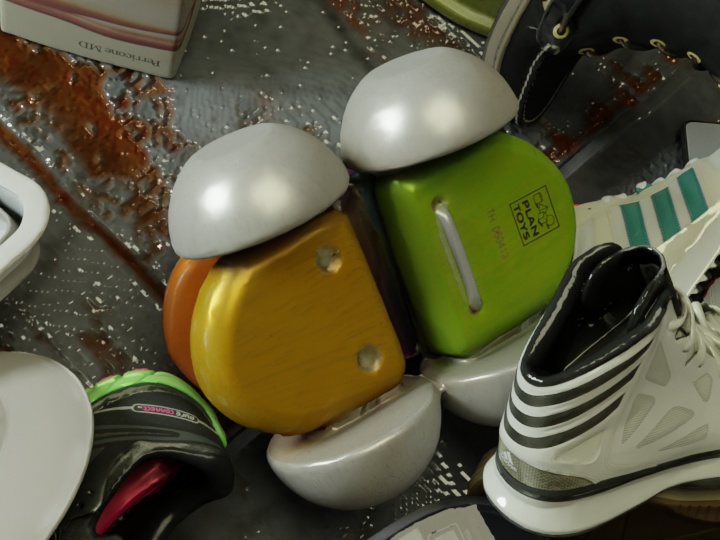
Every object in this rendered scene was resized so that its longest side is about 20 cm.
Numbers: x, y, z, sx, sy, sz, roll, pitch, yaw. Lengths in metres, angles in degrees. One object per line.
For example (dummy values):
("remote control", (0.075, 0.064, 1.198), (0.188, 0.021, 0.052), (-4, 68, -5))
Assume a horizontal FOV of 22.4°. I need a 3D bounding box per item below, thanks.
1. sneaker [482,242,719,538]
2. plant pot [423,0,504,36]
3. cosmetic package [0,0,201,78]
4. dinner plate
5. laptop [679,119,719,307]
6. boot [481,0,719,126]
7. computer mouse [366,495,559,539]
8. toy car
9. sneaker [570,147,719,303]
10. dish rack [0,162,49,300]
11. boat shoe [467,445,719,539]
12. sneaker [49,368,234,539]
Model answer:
("sneaker", (0.147, 0.035, 0.800), (0.200, 0.116, 0.076), (-22, 47, -30))
("plant pot", (0.115, -0.253, 0.976), (0.200, 0.184, 0.201), (5, 62, -9))
("cosmetic package", (-0.120, -0.192, 0.890), (0.103, 0.200, 0.087), (14, 62, -2))
("dinner plate", (-0.204, 0.096, 0.755), (0.200, 0.024, 0.200), (-17, 34, 12))
("laptop", (0.282, -0.015, 0.925), (0.199, 0.116, 0.188), (5, 62, -9))
("boot", (0.153, -0.118, 0.903), (0.150, 0.200, 0.073), (38, 40, 13))
("computer mouse", (-0.002, 0.164, 0.819), (0.200, 0.053, 0.139), (-19, 70, -6))
("toy car", (0.000, 0.000, 0.851), (0.200, 0.150, 0.175), (-27, 106, -18))
("sneaker", (0.145, -0.024, 0.920), (0.093, 0.070, 0.200), (32, 73, 17))
("dish rack", (-0.251, -0.002, 0.825), (0.200, 0.044, 0.172), (28, 59, 31))
("boat shoe", (0.145, 0.100, 0.871), (0.199, 0.071, 0.065), (7, 53, -14))
("sneaker", (-0.140, 0.120, 0.776), (0.200, 0.077, 0.084), (-39, 46, -14))
